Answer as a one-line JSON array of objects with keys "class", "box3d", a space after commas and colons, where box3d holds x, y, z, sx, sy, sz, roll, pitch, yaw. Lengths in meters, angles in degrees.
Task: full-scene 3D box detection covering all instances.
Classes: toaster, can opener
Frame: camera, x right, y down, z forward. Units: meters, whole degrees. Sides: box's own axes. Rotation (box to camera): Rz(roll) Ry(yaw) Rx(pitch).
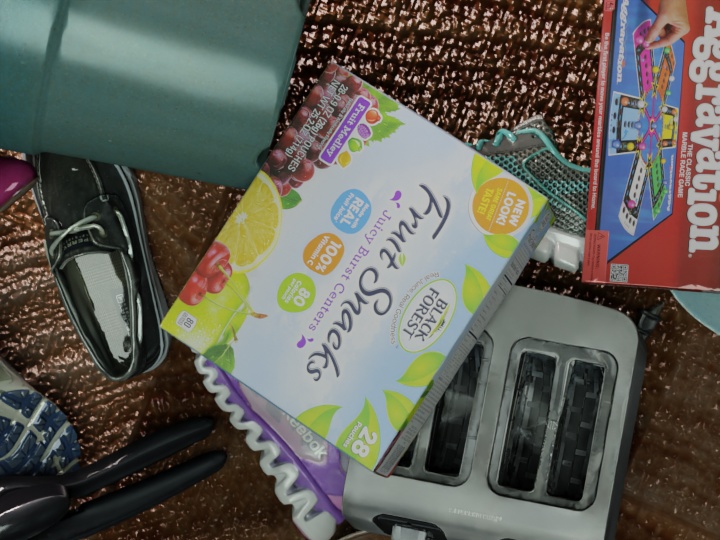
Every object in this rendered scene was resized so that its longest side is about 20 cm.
[{"class": "toaster", "box3d": [0.094, 0.095, 1.346, 0.179, 0.119, 0.202, 11, 83, 9]}, {"class": "can opener", "box3d": [-0.185, 0.159, 1.430, 0.199, 0.079, 0.064, -19, 113, -22]}]

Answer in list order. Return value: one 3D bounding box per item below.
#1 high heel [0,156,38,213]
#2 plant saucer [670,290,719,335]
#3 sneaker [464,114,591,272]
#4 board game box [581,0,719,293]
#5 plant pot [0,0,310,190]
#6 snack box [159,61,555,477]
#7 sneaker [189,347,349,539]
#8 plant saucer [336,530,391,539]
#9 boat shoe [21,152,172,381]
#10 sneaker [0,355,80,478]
[{"class": "high heel", "box3d": [-0.293, -0.071, 1.375, 0.199, 0.067, 0.097, -13, 112, 46]}, {"class": "plant saucer", "box3d": [0.286, -0.046, 1.347, 0.199, 0.039, 0.203, 2, 104, 8]}, {"class": "sneaker", "box3d": [0.094, -0.064, 1.363, 0.198, 0.078, 0.092, 17, 96, -3]}, {"class": "board game box", "box3d": [0.201, -0.088, 1.313, 0.102, 0.019, 0.202, 4, 87, 15]}, {"class": "plant pot", "box3d": [-0.139, -0.147, 1.317, 0.194, 0.200, 0.202, 16, 106, -3]}, {"class": "snack box", "box3d": [0.000, 0.000, 1.282, 0.168, 0.068, 0.201, 34, 89, 13]}, {"class": "sneaker", "box3d": [-0.048, 0.086, 1.416, 0.088, 0.081, 0.201, -32, 102, 8]}, {"class": "plant saucer", "box3d": [0.036, 0.272, 1.464, 0.198, 0.037, 0.202, 2, 104, 8]}, {"class": "boat shoe", "box3d": [-0.182, -0.020, 1.408, 0.072, 0.071, 0.201, -21, 99, 13]}, {"class": "sneaker", "box3d": [-0.268, 0.087, 1.453, 0.077, 0.085, 0.201, -36, 118, -9]}]
